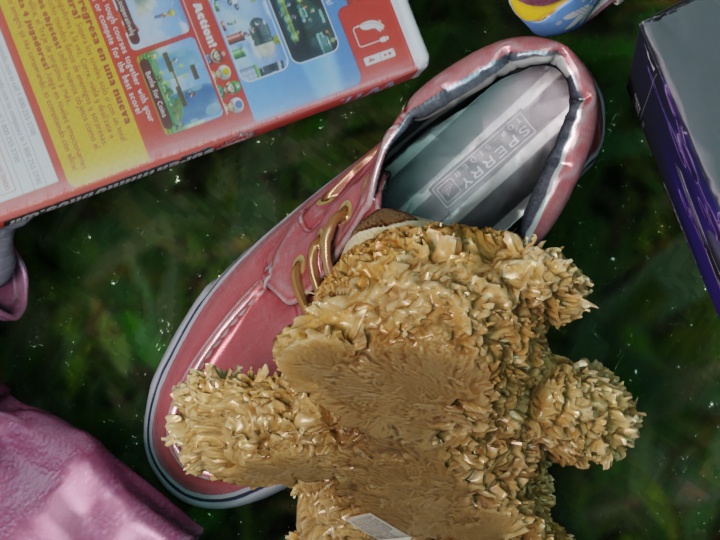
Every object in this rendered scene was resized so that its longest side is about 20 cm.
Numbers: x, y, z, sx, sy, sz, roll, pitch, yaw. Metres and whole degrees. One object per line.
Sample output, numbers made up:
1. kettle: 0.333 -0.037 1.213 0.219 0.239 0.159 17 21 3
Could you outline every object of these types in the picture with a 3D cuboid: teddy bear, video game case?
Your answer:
1. teddy bear: 0.017 0.047 0.783 0.144 0.200 0.067 -8 54 17
2. video game case: -0.096 -0.094 0.755 0.199 0.017 0.144 -21 87 -13

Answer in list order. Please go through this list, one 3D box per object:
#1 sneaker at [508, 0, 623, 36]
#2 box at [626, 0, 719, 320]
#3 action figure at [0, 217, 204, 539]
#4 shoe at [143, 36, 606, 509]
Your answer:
1. sneaker: 0.089 -0.117 0.807 0.199 0.075 0.091 6 84 29
2. box: 0.139 -0.014 0.755 0.078 0.200 0.142 -20 87 5
3. action figure: -0.133 0.048 0.817 0.134 0.149 0.201 -33 83 -10
4. shoe: 0.000 0.000 0.821 0.200 0.091 0.072 -44 86 3
